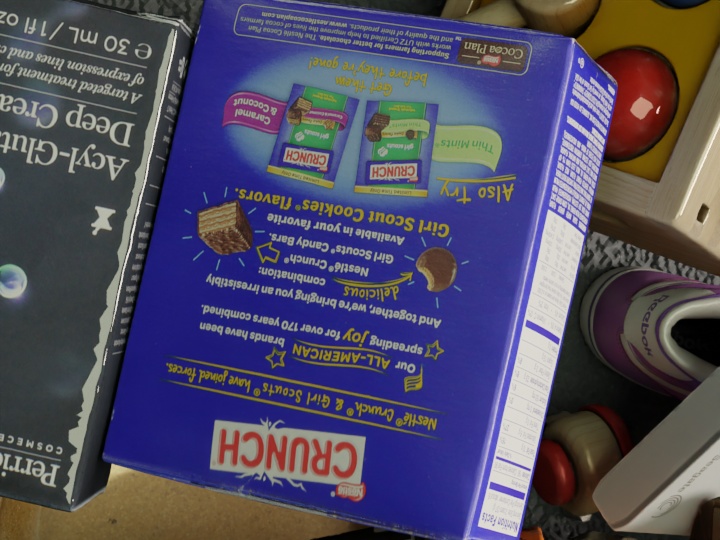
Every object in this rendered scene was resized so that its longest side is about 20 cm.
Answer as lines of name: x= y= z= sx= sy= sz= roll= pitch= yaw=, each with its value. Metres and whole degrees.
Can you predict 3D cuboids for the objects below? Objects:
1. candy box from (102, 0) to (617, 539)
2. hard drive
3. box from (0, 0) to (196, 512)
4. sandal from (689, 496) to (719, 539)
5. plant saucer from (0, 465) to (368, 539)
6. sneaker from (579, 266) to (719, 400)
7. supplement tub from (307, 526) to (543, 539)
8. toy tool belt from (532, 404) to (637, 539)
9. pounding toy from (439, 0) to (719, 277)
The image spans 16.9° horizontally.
candy box: x=0.000 y=0.000 z=0.986 sx=0.168 sy=0.077 sz=0.202 roll=11 pitch=83 yaw=24
hard drive: x=0.211 y=0.075 z=1.106 sx=0.199 sy=0.027 sz=0.132 roll=10 pitch=131 yaw=-47
box: x=-0.160 y=-0.017 z=1.000 sx=0.147 sy=0.107 sz=0.202 roll=12 pitch=91 yaw=1
sandal: x=0.177 y=0.168 z=1.114 sx=0.054 sy=0.082 sz=0.201 roll=-11 pitch=139 yaw=-11
plant saucer: x=-0.072 y=0.122 z=1.099 sx=0.199 sy=0.035 sz=0.202 roll=-1 pitch=95 yaw=-17
sneaker: x=0.212 y=0.050 z=1.147 sx=0.199 sy=0.114 sz=0.073 roll=11 pitch=90 yaw=-20
supplement tub: x=-0.012 y=0.173 z=1.015 sx=0.198 sy=0.123 sz=0.124 roll=-12 pitch=99 yaw=1
toy tool belt: x=0.081 y=0.173 z=1.111 sx=0.122 sy=0.125 sz=0.202 roll=-15 pitch=99 yaw=-25
pounding toy: x=0.095 y=-0.097 z=1.065 sx=0.142 sy=0.199 sz=0.185 roll=28 pitch=85 yaw=-53
